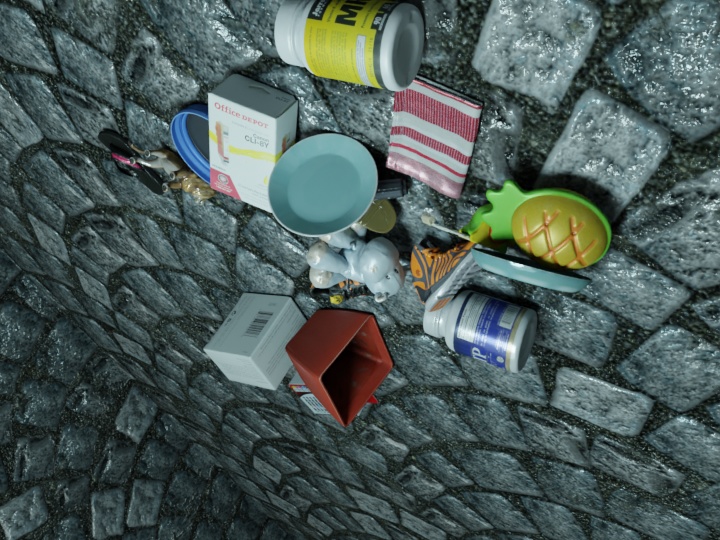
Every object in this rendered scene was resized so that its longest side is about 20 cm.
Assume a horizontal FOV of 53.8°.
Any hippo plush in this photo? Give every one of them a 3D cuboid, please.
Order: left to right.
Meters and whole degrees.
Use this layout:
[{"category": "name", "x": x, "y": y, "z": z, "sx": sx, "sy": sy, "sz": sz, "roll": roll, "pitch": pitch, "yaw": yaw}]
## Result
[{"category": "hippo plush", "x": 0.000, "y": 0.000, "z": 1.347, "sx": 0.160, "sy": 0.158, "sz": 0.203, "roll": 35, "pitch": 154, "yaw": 41}]

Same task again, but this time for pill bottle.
[{"category": "pill bottle", "x": -0.018, "y": -0.327, "z": 1.004, "sx": 0.195, "sy": 0.115, "sz": 0.116, "roll": 17, "pitch": 145, "yaw": 25}, {"category": "pill bottle", "x": 0.224, "y": 0.105, "z": 1.346, "sx": 0.196, "sy": 0.121, "sz": 0.121, "roll": 17, "pitch": 145, "yaw": 27}]

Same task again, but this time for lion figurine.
[{"category": "lion figurine", "x": -0.408, "y": -0.224, "z": 1.556, "sx": 0.200, "sy": 0.122, "sz": 0.073, "roll": 45, "pitch": 119, "yaw": 14}]

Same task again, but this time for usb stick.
[{"category": "usb stick", "x": -0.014, "y": -0.135, "z": 1.249, "sx": 0.194, "sy": 0.034, "sz": 0.055, "roll": -7, "pitch": 170, "yaw": 8}]

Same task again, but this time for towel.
[{"category": "towel", "x": 0.112, "y": -0.210, "z": 1.127, "sx": 0.141, "sy": 0.023, "sz": 0.202, "roll": 26, "pitch": 147, "yaw": 14}]

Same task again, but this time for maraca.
[{"category": "maraca", "x": 0.278, "y": -0.069, "z": 1.069, "sx": 0.195, "sy": 0.108, "sz": 0.140, "roll": 20, "pitch": 134, "yaw": 14}]

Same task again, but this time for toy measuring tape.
[{"category": "toy measuring tape", "x": 0.185, "y": -0.082, "z": 1.144, "sx": 0.196, "sy": 0.076, "sz": 0.073, "roll": 17, "pitch": 160, "yaw": -34}]

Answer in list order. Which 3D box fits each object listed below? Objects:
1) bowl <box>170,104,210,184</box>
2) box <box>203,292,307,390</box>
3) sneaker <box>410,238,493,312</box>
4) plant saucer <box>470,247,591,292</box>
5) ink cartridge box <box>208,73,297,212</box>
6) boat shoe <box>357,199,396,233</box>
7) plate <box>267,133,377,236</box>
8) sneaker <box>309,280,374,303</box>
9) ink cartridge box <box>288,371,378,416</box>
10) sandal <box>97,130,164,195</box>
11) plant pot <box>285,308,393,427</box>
[{"category": "bowl", "x": -0.296, "y": -0.249, "z": 1.448, "sx": 0.197, "sy": 0.040, "sz": 0.203, "roll": 25, "pitch": 147, "yaw": 17}, {"category": "box", "x": -0.261, "y": 0.178, "z": 1.829, "sx": 0.196, "sy": 0.201, "sz": 0.132, "roll": 2, "pitch": 137, "yaw": 41}, {"category": "sneaker", "x": 0.153, "y": -0.026, "z": 1.279, "sx": 0.201, "sy": 0.076, "sz": 0.113, "roll": -49, "pitch": 62, "yaw": 33}, {"category": "plant saucer", "x": 0.267, "y": 0.000, "z": 1.131, "sx": 0.194, "sy": 0.028, "sz": 0.200, "roll": 15, "pitch": -173, "yaw": -2}, {"category": "ink cartridge box", "x": -0.198, "y": -0.230, "z": 1.292, "sx": 0.142, "sy": 0.084, "sz": 0.204, "roll": 22, "pitch": 133, "yaw": 14}, {"category": "boat shoe", "x": -0.017, "y": -0.145, "z": 1.308, "sx": 0.198, "sy": 0.063, "sz": 0.074, "roll": 32, "pitch": 106, "yaw": -3}, {"category": "plate", "x": -0.064, "y": -0.144, "z": 1.219, "sx": 0.196, "sy": 0.204, "sz": 0.026, "roll": 21, "pitch": 161, "yaw": 20}, {"category": "sneaker", "x": -0.022, "y": 0.041, "z": 1.523, "sx": 0.196, "sy": 0.091, "sz": 0.071, "roll": 10, "pitch": 142, "yaw": 35}, {"category": "ink cartridge box", "x": -0.074, "y": 0.344, "z": 1.986, "sx": 0.197, "sy": 0.085, "sz": 0.176, "roll": -9, "pitch": 128, "yaw": 48}, {"category": "sandal", "x": -0.545, "y": -0.248, "z": 1.680, "sx": 0.200, "sy": 0.045, "sz": 0.074, "roll": 47, "pitch": 147, "yaw": -19}, {"category": "plant pot", "x": -0.064, "y": 0.211, "z": 1.711, "sx": 0.174, "sy": 0.200, "sz": 0.203, "roll": 22, "pitch": 148, "yaw": 39}]
